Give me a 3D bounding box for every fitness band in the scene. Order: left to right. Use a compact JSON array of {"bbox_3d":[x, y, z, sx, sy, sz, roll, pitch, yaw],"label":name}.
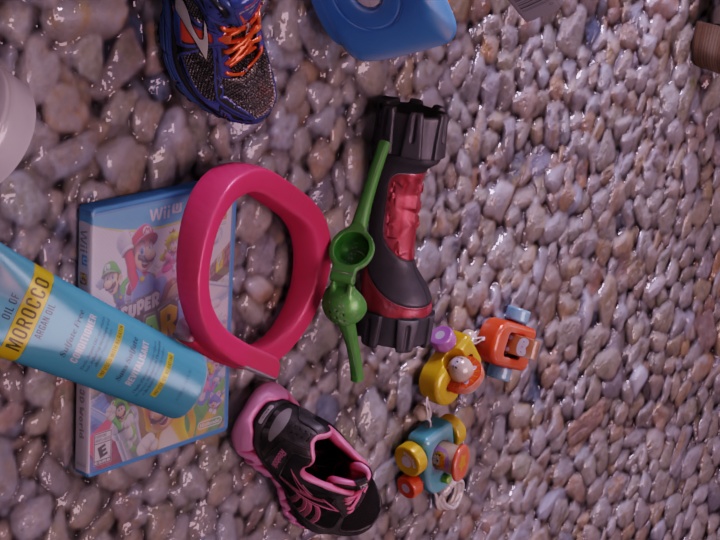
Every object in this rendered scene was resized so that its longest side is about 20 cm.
[{"bbox_3d":[-0.081,0.000,1.381,0.200,0.037,0.144,35,68,-61],"label":"fitness band"}]

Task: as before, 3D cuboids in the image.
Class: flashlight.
[{"bbox_3d":[0.038,-0.036,1.505,0.067,0.068,0.201,3,110,-16],"label":"flashlight"}]

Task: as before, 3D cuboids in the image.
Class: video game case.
[{"bbox_3d":[-0.149,0.039,1.352,0.143,0.018,0.201,-15,115,-46],"label":"video game case"}]

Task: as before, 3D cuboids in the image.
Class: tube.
[{"bbox_3d":[-0.197,0.044,1.262,0.200,0.050,0.078,27,78,-35],"label":"tube"}]

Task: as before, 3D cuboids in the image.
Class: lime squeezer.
[{"bbox_3d":[0.000,0.000,1.456,0.070,0.038,0.201,-12,112,-51],"label":"lime squeezer"}]

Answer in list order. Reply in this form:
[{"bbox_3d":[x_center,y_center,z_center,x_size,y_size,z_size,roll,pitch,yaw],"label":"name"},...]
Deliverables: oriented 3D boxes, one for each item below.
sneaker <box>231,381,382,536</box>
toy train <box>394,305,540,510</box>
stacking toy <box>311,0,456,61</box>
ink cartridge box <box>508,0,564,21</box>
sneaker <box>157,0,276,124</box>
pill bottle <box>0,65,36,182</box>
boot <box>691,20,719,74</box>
[{"bbox_3d":[-0.023,0.168,1.493,0.079,0.095,0.200,-61,142,-17],"label":"sneaker"},{"bbox_3d":[0.106,0.124,1.664,0.150,0.055,0.201,24,85,-51],"label":"toy train"},{"bbox_3d":[0.050,-0.256,1.430,0.200,0.109,0.116,-48,122,-45],"label":"stacking toy"},{"bbox_3d":[0.092,-0.326,1.428,0.200,0.040,0.201,45,35,-37],"label":"ink cartridge box"},{"bbox_3d":[-0.099,-0.181,1.280,0.075,0.078,0.200,-47,135,-28],"label":"sneaker"},{"bbox_3d":[-0.281,-0.119,1.056,0.200,0.111,0.111,36,76,-51],"label":"pill bottle"},{"bbox_3d":[0.406,-0.276,1.795,0.077,0.155,0.201,-6,108,-49],"label":"boot"}]
